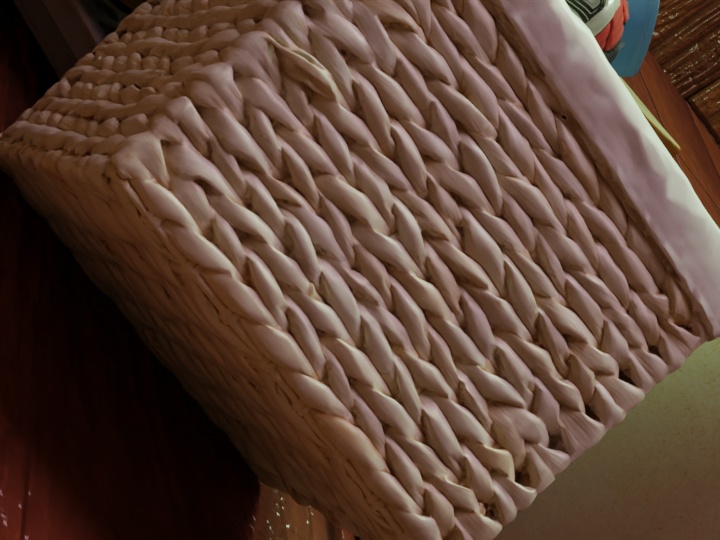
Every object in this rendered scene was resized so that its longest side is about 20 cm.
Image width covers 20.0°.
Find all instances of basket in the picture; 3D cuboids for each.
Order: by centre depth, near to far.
[{"bbox_3d":[-0.002,-0.021,0.735,0.200,0.161,0.198,51,-13,-19],"label":"basket"}]

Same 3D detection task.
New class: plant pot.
[{"bbox_3d":[0.126,0.102,0.924,0.188,0.199,0.188,50,16,-20],"label":"plant pot"}]

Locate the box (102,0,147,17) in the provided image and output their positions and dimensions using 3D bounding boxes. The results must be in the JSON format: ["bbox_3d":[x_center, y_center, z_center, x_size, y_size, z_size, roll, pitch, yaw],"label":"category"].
[{"bbox_3d":[-0.066,-0.163,0.858,0.199,0.040,0.138,35,56,-30],"label":"box"}]

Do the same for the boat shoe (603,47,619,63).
[{"bbox_3d":[0.043,-0.150,0.843,0.073,0.062,0.201,65,1,-66],"label":"boat shoe"}]

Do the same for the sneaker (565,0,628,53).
[{"bbox_3d":[0.024,-0.160,0.766,0.200,0.078,0.082,41,-14,22],"label":"sneaker"}]

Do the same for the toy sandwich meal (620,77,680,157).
[{"bbox_3d":[0.110,-0.131,1.211,0.205,0.070,0.206,50,17,-21],"label":"toy sandwich meal"}]

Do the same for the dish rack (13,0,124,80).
[{"bbox_3d":[-0.099,-0.096,0.920,0.173,0.043,0.200,58,15,7],"label":"dish rack"}]

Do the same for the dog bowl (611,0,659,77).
[{"bbox_3d":[0.063,-0.078,0.905,0.049,0.202,0.112,11,21,-28],"label":"dog bowl"}]
